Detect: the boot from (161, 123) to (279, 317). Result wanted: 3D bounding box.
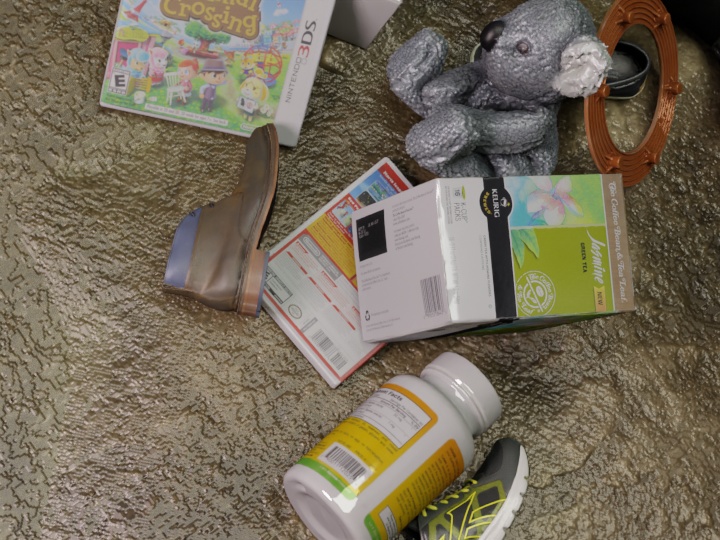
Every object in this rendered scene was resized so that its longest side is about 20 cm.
[{"bbox_3d":[-0.130,-0.056,1.709,0.096,0.075,0.201,7,64,-5],"label":"boot"}]

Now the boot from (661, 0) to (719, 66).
[{"bbox_3d":[0.385,-0.238,1.911,0.210,0.079,0.159,13,70,-12],"label":"boot"}]

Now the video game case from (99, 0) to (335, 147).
[{"bbox_3d":[-0.135,-0.223,1.728,0.199,0.022,0.183,11,114,-11],"label":"video game case"}]

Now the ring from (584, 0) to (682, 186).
[{"bbox_3d":[0.282,-0.184,1.825,0.019,0.201,0.201,10,63,34],"label":"ring"}]

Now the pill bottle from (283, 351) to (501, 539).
[{"bbox_3d":[0.035,0.168,1.670,0.200,0.111,0.111,-40,87,-23],"label":"pill bottle"}]

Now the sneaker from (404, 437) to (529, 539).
[{"bbox_3d":[0.091,0.236,1.685,0.084,0.074,0.201,30,68,-4],"label":"sneaker"}]

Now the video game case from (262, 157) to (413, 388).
[{"bbox_3d":[0.000,0.000,1.763,0.200,0.017,0.143,-40,87,-22],"label":"video game case"}]

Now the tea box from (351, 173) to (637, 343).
[{"bbox_3d":[0.121,-0.010,1.682,0.196,0.200,0.134,-4,85,-23],"label":"tea box"}]

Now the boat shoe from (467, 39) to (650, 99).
[{"bbox_3d":[0.209,-0.215,1.865,0.199,0.062,0.075,3,74,-13],"label":"boat shoe"}]

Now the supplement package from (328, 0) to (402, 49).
[{"bbox_3d":[-0.007,-0.350,1.813,0.121,0.120,0.201,20,69,-11],"label":"supplement package"}]

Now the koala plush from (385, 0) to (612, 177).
[{"bbox_3d":[0.157,-0.189,1.745,0.183,0.200,0.178,23,32,-29],"label":"koala plush"}]
